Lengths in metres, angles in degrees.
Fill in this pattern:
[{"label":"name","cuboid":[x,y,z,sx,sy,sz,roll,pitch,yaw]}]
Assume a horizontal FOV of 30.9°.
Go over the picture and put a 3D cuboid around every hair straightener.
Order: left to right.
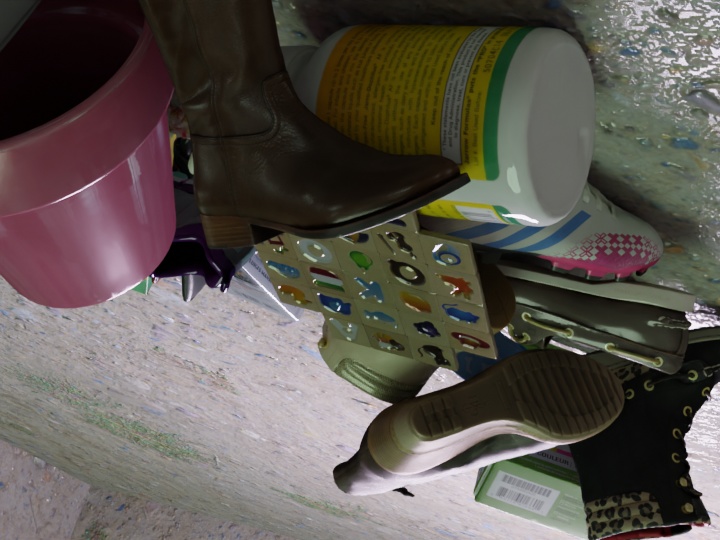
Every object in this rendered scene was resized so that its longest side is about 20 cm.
[{"label":"hair straightener","cuboid":[-0.125,-0.046,1.074,0.076,0.041,0.201,30,134,11]}]

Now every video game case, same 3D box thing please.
[{"label":"video game case","cuboid":[-0.166,-0.027,1.242,0.198,0.024,0.182,21,164,34]}]

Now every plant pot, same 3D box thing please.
[{"label":"plant pot","cuboid":[-0.204,-0.081,0.849,0.198,0.201,0.180,12,143,21]}]

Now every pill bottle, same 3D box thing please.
[{"label":"pill bottle","cuboid":[0.032,-0.091,0.788,0.198,0.114,0.113,7,158,32]}]

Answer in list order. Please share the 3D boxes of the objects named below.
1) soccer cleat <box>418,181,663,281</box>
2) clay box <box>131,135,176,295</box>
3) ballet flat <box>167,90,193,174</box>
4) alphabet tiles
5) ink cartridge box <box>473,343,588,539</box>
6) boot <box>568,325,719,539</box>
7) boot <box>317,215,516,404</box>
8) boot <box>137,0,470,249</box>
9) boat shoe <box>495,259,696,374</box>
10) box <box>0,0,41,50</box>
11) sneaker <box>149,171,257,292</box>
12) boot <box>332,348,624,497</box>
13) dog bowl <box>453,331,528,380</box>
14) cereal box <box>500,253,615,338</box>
[{"label":"soccer cleat","cuboid":[0.133,-0.046,0.887,0.198,0.087,0.070,5,-161,-27]},{"label":"clay box","cuboid":[-0.223,-0.058,1.117,0.113,0.048,0.201,18,136,4]},{"label":"ballet flat","cuboid":[-0.130,-0.108,0.958,0.198,0.065,0.076,24,-164,0]},{"label":"alphabet tiles","cuboid":[0.004,0.002,0.845,0.164,0.006,0.201,13,150,22]},{"label":"ink cartridge box","cuboid":[0.194,0.130,1.163,0.146,0.201,0.076,19,138,0]},{"label":"boot","cuboid":[0.255,0.131,1.045,0.197,0.153,0.073,-11,158,6]},{"label":"boot","cuboid":[0.000,0.000,0.950,0.200,0.073,0.155,42,139,-2]},{"label":"boot","cuboid":[-0.043,-0.120,0.717,0.184,0.203,0.064,-8,-169,30]},{"label":"boat shoe","cuboid":[0.140,0.029,0.948,0.197,0.060,0.072,10,-175,19]},{"label":"box","cuboid":[-0.318,-0.170,0.743,0.196,0.201,0.132,12,143,20]},{"label":"sneaker","cuboid":[-0.173,-0.040,1.008,0.197,0.088,0.075,13,130,16]},{"label":"boot","cuboid":[0.087,0.123,1.010,0.197,0.073,0.166,-7,161,-22]},{"label":"dog bowl","cuboid":[0.068,0.042,1.082,0.200,0.050,0.111,38,-178,41]},{"label":"cereal box","cuboid":[0.128,0.000,1.054,0.143,0.040,0.199,-1,152,46]}]
